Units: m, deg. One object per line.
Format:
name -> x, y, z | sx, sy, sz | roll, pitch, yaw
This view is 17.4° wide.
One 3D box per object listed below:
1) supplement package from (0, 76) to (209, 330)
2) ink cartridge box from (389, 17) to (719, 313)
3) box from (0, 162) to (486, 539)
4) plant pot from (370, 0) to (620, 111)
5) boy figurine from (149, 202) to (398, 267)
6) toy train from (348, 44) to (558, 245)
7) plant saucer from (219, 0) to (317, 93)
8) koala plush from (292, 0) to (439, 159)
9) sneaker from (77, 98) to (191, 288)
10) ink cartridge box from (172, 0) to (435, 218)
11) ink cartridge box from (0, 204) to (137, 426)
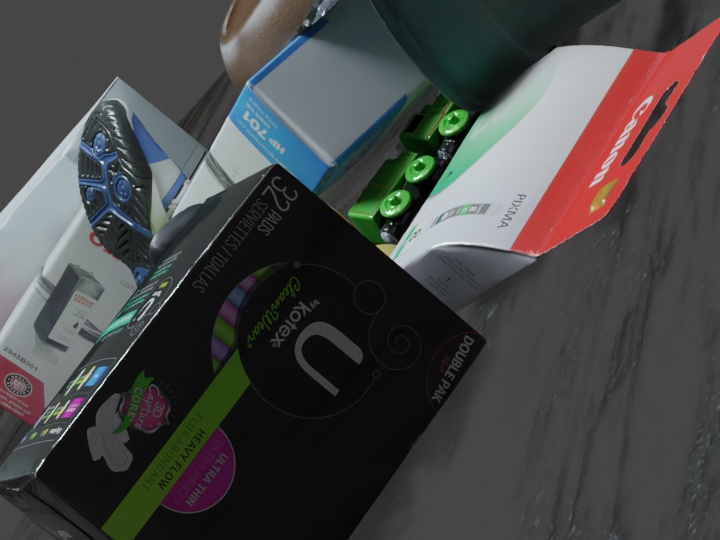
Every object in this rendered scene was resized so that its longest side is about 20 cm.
supplement package -> -0.192, -0.006, 1.908 | 0.191, 0.200, 0.147 | -44, 12, 31
ink cartridge box -> 0.100, -0.064, 1.272 | 0.161, 0.050, 0.200 | -57, 9, -31
box -> -0.065, 0.073, 1.199 | 0.200, 0.149, 0.124 | -54, 11, -18
plant pot -> 0.108, -0.227, 1.385 | 0.196, 0.200, 0.200 | -28, 18, 20
boy figurine -> -0.031, 0.011, 1.406 | 0.200, 0.124, 0.064 | 11, 36, 42
toy train -> 0.061, -0.094, 1.528 | 0.056, 0.042, 0.200 | 8, 55, 46
plant saucer -> -0.043, -0.213, 1.586 | 0.200, 0.032, 0.200 | -56, 15, 23
koala plush -> 0.029, -0.195, 1.727 | 0.200, 0.177, 0.184 | -61, 13, -9
sneaker -> -0.137, -0.032, 1.691 | 0.077, 0.200, 0.076 | -21, -7, -41
ink cartridge box -> -0.031, -0.092, 1.597 | 0.146, 0.086, 0.200 | -44, -3, -31
ink cartridge box -> -0.183, 0.040, 1.793 | 0.200, 0.146, 0.085 | -54, 8, 26
